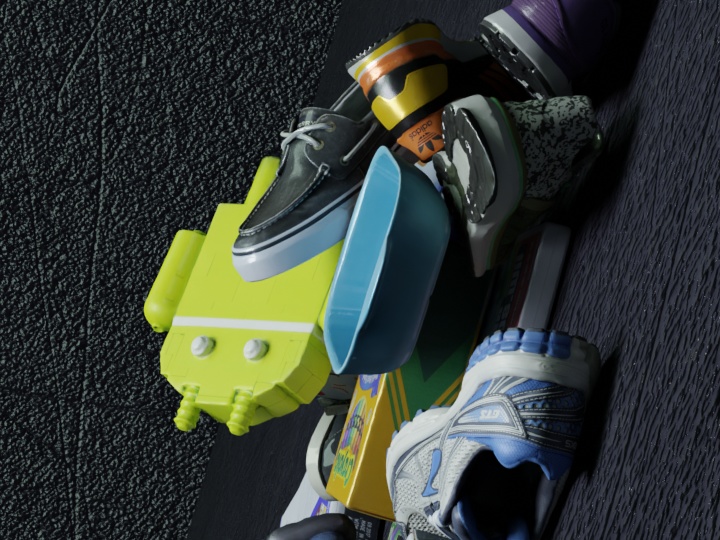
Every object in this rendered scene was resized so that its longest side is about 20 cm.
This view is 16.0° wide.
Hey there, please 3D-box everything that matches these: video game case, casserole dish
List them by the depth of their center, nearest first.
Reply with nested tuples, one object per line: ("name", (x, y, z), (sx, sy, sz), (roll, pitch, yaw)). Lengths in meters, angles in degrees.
("casserole dish", (0.016, -0.003, 1.460), (0.200, 0.039, 0.122), (-117, 44, -79))
("video game case", (0.077, 0.051, 1.493), (0.200, 0.017, 0.143), (147, 138, -81))

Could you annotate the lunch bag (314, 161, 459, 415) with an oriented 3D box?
("lunch bag", (0.000, 0.000, 1.701), (0.160, 0.076, 0.200), (5, 62, 39))

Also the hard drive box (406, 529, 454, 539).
("hard drive box", (0.040, 0.221, 1.111), (0.200, 0.077, 0.156), (-106, 33, -77))

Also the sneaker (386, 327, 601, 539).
("sneaker", (0.057, 0.108, 1.271), (0.200, 0.077, 0.085), (115, 166, -55))

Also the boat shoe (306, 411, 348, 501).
("boat shoe", (0.031, 0.067, 1.732), (0.067, 0.072, 0.201), (-2, 58, 43))

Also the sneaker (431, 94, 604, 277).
("sneaker", (0.092, -0.050, 1.402), (0.200, 0.088, 0.077), (101, 153, -80))

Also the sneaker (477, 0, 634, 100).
("sneaker", (0.123, -0.138, 1.453), (0.088, 0.076, 0.200), (-44, 0, 2))

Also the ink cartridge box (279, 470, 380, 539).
("ink cartridge box", (-0.026, 0.202, 1.880), (0.199, 0.043, 0.200), (-81, 12, -44))

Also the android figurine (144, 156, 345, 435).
("android figurine", (-0.062, 0.017, 1.652), (0.182, 0.041, 0.200), (4, 62, 39))

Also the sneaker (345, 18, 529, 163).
("sneaker", (0.066, -0.093, 1.545), (0.070, 0.090, 0.200), (-33, -17, 25))

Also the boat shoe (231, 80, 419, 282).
("boat shoe", (-0.020, -0.072, 1.596), (0.072, 0.071, 0.200), (-3, 34, 48))

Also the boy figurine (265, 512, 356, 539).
("boy figurine", (-0.005, 0.227, 1.456), (0.200, 0.064, 0.125), (-111, 10, -58))

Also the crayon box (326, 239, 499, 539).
("crayon box", (0.026, 0.081, 1.553), (0.126, 0.051, 0.201), (170, 116, -83))
